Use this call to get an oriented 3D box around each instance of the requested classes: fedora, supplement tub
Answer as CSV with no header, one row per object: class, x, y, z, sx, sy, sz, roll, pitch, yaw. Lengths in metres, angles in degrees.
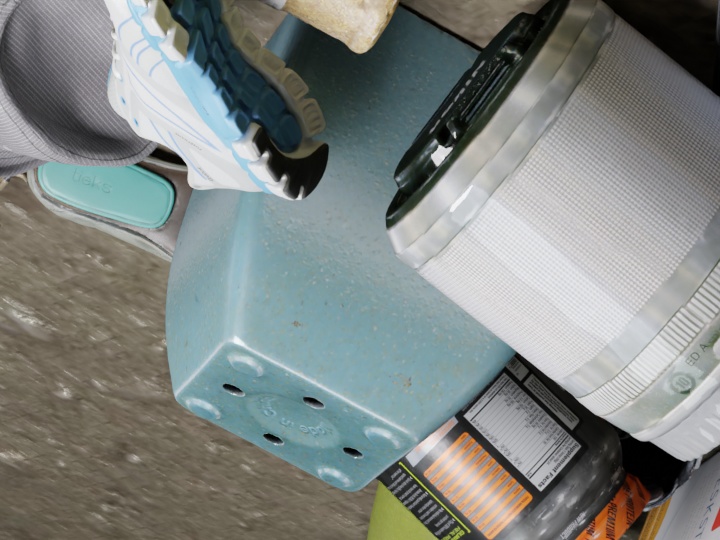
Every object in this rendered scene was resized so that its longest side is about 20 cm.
fedora,-0.152,-0.113,1.476,0.090,0.177,0.200,41,168,40
supplement tub,0.069,0.097,1.714,0.200,0.123,0.123,45,154,1

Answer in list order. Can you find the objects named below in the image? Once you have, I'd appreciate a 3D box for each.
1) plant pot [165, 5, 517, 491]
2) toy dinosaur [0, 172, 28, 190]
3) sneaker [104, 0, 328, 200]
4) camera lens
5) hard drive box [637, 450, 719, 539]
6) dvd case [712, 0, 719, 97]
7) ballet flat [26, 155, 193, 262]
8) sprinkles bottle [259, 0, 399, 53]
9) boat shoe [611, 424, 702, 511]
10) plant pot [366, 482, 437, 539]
plant pot,0.000,0.000,1.555,0.195,0.201,0.196,27,155,-9
toy dinosaur,-0.270,-0.059,1.812,0.101,0.058,0.200,23,129,-21
sneaker,-0.098,-0.108,1.401,0.086,0.075,0.200,-6,129,33
camera lens,0.124,-0.024,1.416,0.200,0.160,0.160,38,153,-5
hard drive box,0.225,0.195,1.790,0.077,0.156,0.200,28,154,-6
dvd case,0.236,-0.104,1.360,0.142,0.018,0.200,18,155,14
ballet flat,-0.107,-0.035,1.761,0.199,0.068,0.064,24,-178,2
sprinkles bottle,-0.070,-0.180,1.420,0.199,0.069,0.068,27,155,-7
boat shoe,0.174,0.114,1.778,0.071,0.068,0.200,26,155,-4
plant pot,0.078,0.176,1.875,0.186,0.188,0.201,13,144,22
